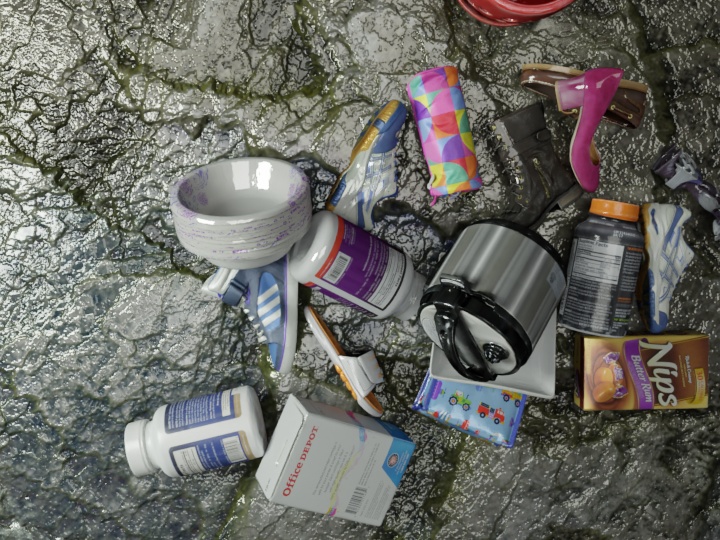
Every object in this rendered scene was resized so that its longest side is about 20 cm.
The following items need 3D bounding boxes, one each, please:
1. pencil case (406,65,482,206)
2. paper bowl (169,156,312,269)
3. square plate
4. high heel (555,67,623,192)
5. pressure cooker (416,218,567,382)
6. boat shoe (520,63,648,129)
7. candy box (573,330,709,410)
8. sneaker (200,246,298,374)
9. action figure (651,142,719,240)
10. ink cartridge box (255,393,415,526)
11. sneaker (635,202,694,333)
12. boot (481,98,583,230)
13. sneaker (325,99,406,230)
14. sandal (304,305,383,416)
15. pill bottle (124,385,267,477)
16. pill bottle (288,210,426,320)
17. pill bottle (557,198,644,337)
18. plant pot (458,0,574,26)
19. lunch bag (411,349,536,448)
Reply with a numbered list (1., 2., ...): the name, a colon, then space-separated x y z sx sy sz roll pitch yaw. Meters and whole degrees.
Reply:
1. pencil case: 0.126 -0.204 1.215 0.088 0.088 0.202 -12 94 0
2. paper bowl: -0.168 -0.078 1.168 0.199 0.201 0.105 -6 123 -1
3. square plate: 0.204 0.084 1.232 0.196 0.028 0.202 11 68 -9
4. high heel: 0.354 -0.204 1.190 0.095 0.068 0.201 -7 123 25
5. pressure cooker: 0.176 0.049 1.127 0.175 0.179 0.201 35 66 -2
6. boat shoe: 0.336 -0.262 1.218 0.198 0.070 0.071 11 94 -2
7. candy box: 0.441 0.155 1.270 0.198 0.056 0.118 -1 95 -2
8. sneaker: -0.170 0.056 1.228 0.145 0.081 0.202 2 91 -8
9. action figure: 0.534 -0.106 1.220 0.200 0.130 0.069 40 128 -2
10. ink cartridge box: -0.039 0.288 1.225 0.199 0.085 0.146 21 95 -28
11. sneaker: 0.475 -0.004 1.245 0.087 0.075 0.202 -3 96 -1
12. boot: 0.232 -0.149 1.224 0.199 0.069 0.175 -33 95 -20
13. sneaker: 0.026 -0.156 1.222 0.088 0.075 0.201 27 103 -12
14. sandal: -0.012 0.131 1.246 0.059 0.079 0.207 -33 94 5
15. pill bottle: -0.251 0.252 1.237 0.198 0.111 0.112 -13 96 0
16. pill bottle: 0.000 0.000 1.202 0.199 0.112 0.113 28 95 -25
17. pill bottle: 0.369 -0.006 1.227 0.105 0.106 0.202 10 95 -2
18. plant pot: 0.223 -0.445 1.142 0.198 0.183 0.202 0 95 -1
19. lunch bag: 0.190 0.153 1.260 0.150 0.094 0.201 23 79 -3
